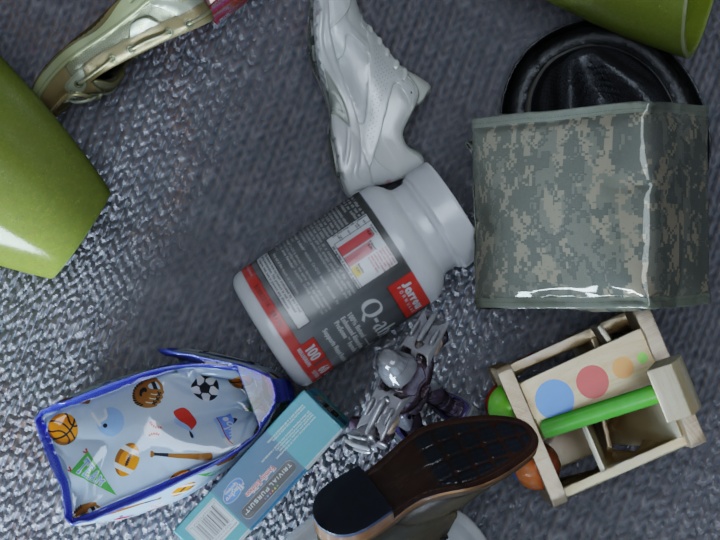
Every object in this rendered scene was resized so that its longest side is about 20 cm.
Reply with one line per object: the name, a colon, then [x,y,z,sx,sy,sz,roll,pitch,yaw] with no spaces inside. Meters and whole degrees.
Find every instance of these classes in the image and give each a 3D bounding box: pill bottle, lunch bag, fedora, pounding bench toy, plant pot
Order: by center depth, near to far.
lunch bag: [0.176,-0.049,1.498,0.199,0.117,0.166,0,92,40]
pounding bench toy: [0.189,0.115,1.538,0.155,0.200,0.125,-23,87,-1]
lunch bag: [-0.156,0.129,1.562,0.198,0.170,0.125,-20,86,2]
plant pot: [0.202,-0.293,1.576,0.198,0.187,0.189,13,88,16]
plant pot: [-0.320,-0.087,1.582,0.199,0.187,0.188,35,88,-12]
pill bottle: [0.000,0.000,1.590,0.199,0.116,0.116,-34,87,0]
fedora: [0.216,-0.126,1.602,0.198,0.092,0.203,0,87,1]

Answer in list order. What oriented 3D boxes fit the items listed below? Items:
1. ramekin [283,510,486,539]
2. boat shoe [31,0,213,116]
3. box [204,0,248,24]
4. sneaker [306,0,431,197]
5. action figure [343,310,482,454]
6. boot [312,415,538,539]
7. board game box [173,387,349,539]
ramekin: [0.020,0.291,1.538,0.199,0.201,0.098,-15,127,1]
boat shoe: [-0.209,-0.186,1.595,0.200,0.073,0.063,-37,93,27]
box: [-0.082,-0.320,1.616,0.199,0.095,0.100,-38,88,-1]
sneaker: [0.009,-0.170,1.626,0.098,0.078,0.202,-12,96,-6]
action figure: [0.042,0.106,1.542,0.069,0.200,0.130,35,79,29]
boot: [0.052,0.187,1.502,0.198,0.097,0.075,-20,52,-15]
board game box: [-0.077,0.169,1.541,0.047,0.200,0.151,43,89,3]
